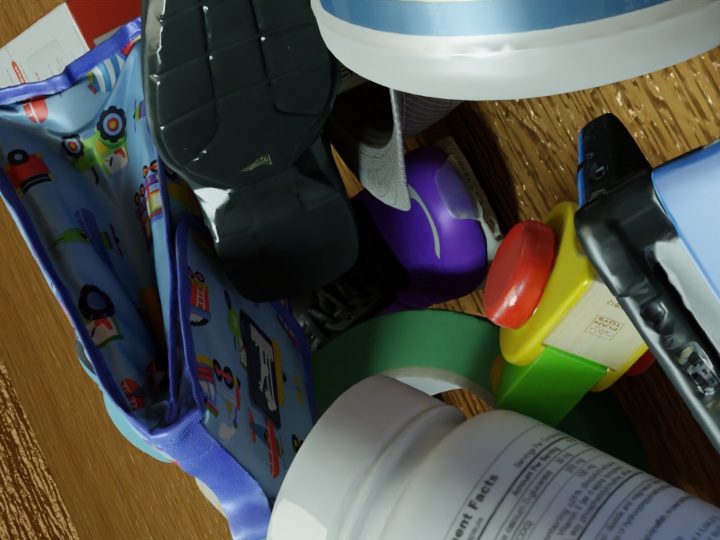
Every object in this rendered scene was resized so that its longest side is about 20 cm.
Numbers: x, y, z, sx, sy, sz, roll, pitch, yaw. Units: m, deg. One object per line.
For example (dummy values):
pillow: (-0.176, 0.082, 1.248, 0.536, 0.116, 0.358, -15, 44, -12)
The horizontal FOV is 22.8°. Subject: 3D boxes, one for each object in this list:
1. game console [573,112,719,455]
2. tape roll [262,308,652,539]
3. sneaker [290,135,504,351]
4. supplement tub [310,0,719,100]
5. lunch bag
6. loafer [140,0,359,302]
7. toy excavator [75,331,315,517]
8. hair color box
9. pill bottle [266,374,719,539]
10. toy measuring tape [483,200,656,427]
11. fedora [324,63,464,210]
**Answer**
game console: (0.159, 0.030, 0.498, 0.201, 0.118, 0.171, 56, -165, -11)
tape roll: (0.034, 0.119, 0.783, 0.199, 0.048, 0.202, -7, 78, 36)
sneaker: (0.000, 0.001, 0.851, 0.070, 0.099, 0.200, 63, 162, 5)
supplement tub: (0.040, -0.163, 0.479, 0.145, 0.144, 0.201, 39, 147, 56)
lunch bag: (-0.077, 0.024, 0.751, 0.151, 0.094, 0.201, 55, -168, -61)
loafer: (-0.047, -0.069, 0.664, 0.201, 0.072, 0.073, 85, 166, -55)
toy excavator: (-0.078, 0.082, 1.004, 0.194, 0.100, 0.200, 29, 141, -5)
hair color box: (-0.136, -0.085, 0.947, 0.200, 0.064, 0.111, -10, 109, 63)
pill bottle: (0.071, 0.121, 0.653, 0.199, 0.113, 0.114, 25, 141, 26)
toy measuring tape: (0.097, -0.012, 0.647, 0.074, 0.073, 0.200, 60, 144, 21)
fedora: (0.021, -0.120, 0.672, 0.200, 0.090, 0.178, -144, 37, -73)
